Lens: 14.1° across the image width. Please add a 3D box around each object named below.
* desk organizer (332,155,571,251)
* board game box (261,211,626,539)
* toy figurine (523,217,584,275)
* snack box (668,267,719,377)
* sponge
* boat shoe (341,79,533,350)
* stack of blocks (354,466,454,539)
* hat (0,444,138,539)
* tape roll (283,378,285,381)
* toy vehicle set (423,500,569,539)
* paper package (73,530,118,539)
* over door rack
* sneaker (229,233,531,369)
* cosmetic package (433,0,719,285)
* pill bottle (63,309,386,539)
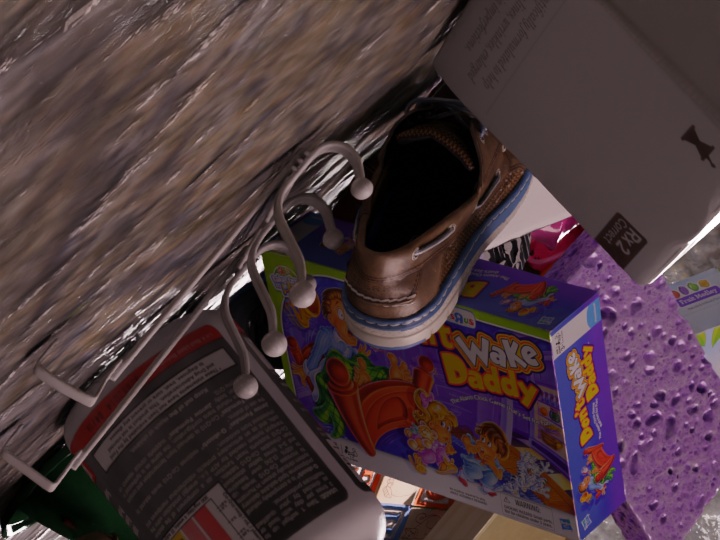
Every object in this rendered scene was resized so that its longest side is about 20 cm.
[{"bbox_3d":[0.081,-0.069,1.676,0.200,0.077,0.072,-22,131,-26],"label":"desk organizer"},{"bbox_3d":[0.044,0.055,1.575,0.045,0.200,0.135,-37,129,-38],"label":"board game box"},{"bbox_3d":[0.074,-0.031,1.845,0.200,0.150,0.184,-18,157,-3],"label":"toy figurine"},{"bbox_3d":[0.163,0.089,1.908,0.200,0.053,0.142,-19,138,-37],"label":"snack box"},{"bbox_3d":[0.171,0.074,1.818,0.030,0.200,0.112,6,-135,51],"label":"sponge"},{"bbox_3d":[0.046,-0.051,1.521,0.072,0.072,0.200,86,20,-48],"label":"boat shoe"},{"bbox_3d":[0.001,0.113,1.772,0.115,0.059,0.200,9,116,-29],"label":"stack of blocks"},{"bbox_3d":[-0.094,0.165,1.716,0.166,0.176,0.200,-41,174,4],"label":"hat"},{"bbox_3d":[-0.029,0.119,1.914,0.200,0.066,0.200,-13,167,-3],"label":"tape roll"},{"bbox_3d":[0.065,0.198,1.818,0.200,0.027,0.124,-51,150,-4],"label":"toy vehicle set"},{"bbox_3d":[-0.197,0.275,1.646,0.200,0.191,0.103,-27,178,18],"label":"paper package"},{"bbox_3d":[-0.081,0.033,1.455,0.200,0.067,0.148,-39,172,-25],"label":"over door rack"},{"bbox_3d":[0.000,0.000,1.704,0.200,0.078,0.066,-22,123,-22],"label":"sneaker"},{"bbox_3d":[0.176,-0.133,1.452,0.200,0.165,0.165,-39,172,-26],"label":"cosmetic package"},{"bbox_3d":[-0.059,0.129,1.564,0.116,0.200,0.116,-37,166,-11],"label":"pill bottle"}]
